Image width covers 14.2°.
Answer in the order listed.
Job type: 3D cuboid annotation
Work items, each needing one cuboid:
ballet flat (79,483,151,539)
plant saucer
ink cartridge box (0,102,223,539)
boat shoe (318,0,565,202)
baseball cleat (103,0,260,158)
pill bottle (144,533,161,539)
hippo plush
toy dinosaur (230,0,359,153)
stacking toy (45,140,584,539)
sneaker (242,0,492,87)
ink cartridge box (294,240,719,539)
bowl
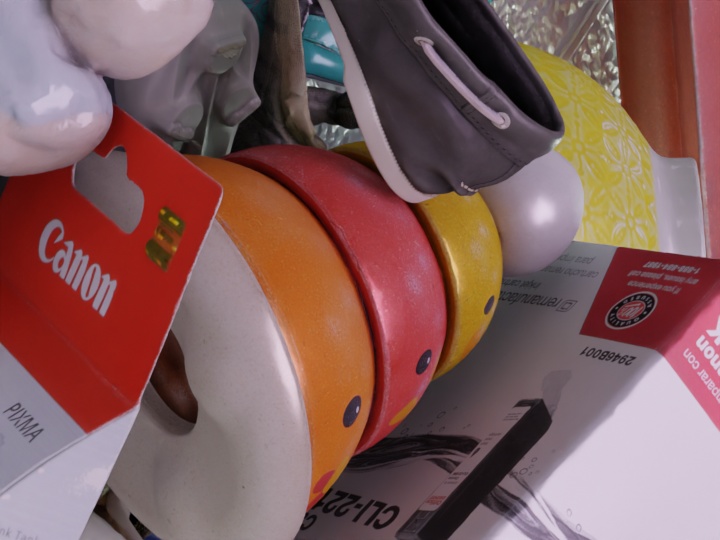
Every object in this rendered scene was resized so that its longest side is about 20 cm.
[{"bbox_3d":[-0.077,0.079,1.040,0.200,0.071,0.071,-39,130,-14],"label":"ballet flat"},{"bbox_3d":[0.151,-0.067,1.308,0.200,0.037,0.200,-107,-171,-70],"label":"plant saucer"},{"bbox_3d":[-0.127,0.038,0.899,0.047,0.160,0.200,20,98,-30],"label":"ink cartridge box"},{"bbox_3d":[0.005,-0.116,0.923,0.200,0.057,0.067,63,28,-19],"label":"boat shoe"},{"bbox_3d":[-0.092,-0.038,1.058,0.070,0.106,0.200,-12,137,-42],"label":"baseball cleat"},{"bbox_3d":[-0.030,0.103,1.131,0.112,0.112,0.200,21,80,-54],"label":"pill bottle"},{"bbox_3d":[-0.139,-0.129,0.896,0.161,0.159,0.200,38,84,-38],"label":"hippo plush"},{"bbox_3d":[-0.017,-0.048,1.067,0.047,0.088,0.200,-63,180,-27],"label":"toy dinosaur"},{"bbox_3d":[0.000,0.000,0.992,0.200,0.146,0.146,-25,118,-31],"label":"stacking toy"},{"bbox_3d":[-0.040,-0.134,1.104,0.200,0.084,0.121,34,93,-24],"label":"sneaker"},{"bbox_3d":[0.051,0.087,1.024,0.200,0.144,0.084,-46,114,-18],"label":"ink cartridge box"},{"bbox_3d":[0.088,-0.004,1.201,0.200,0.108,0.200,-5,90,-86],"label":"bowl"}]
